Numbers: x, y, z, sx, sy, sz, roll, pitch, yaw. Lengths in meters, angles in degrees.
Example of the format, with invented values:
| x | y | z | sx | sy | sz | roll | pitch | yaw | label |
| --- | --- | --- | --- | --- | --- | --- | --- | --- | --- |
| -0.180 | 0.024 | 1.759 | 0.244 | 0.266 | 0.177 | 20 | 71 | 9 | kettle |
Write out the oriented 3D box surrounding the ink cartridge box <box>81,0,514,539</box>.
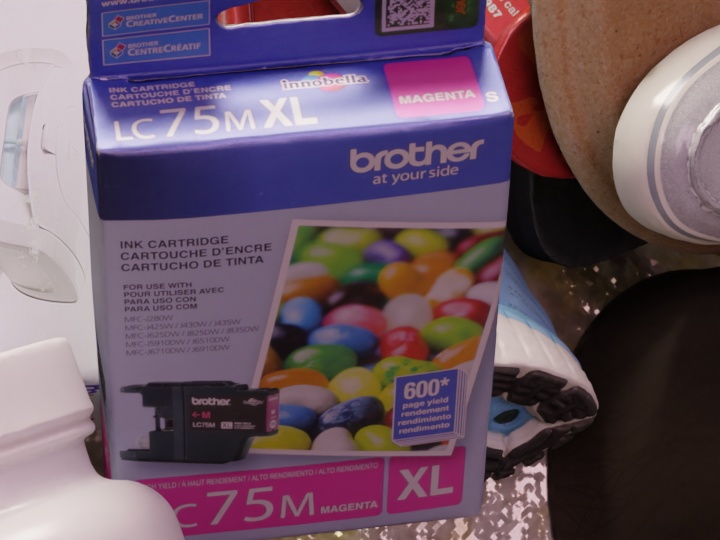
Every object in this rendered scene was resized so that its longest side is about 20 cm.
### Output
| x | y | z | sx | sy | sz | roll | pitch | yaw | label |
| --- | --- | --- | --- | --- | --- | --- | --- | --- | --- |
| -0.019 | 0.000 | 0.754 | 0.119 | 0.201 | 0.042 | -6 | 41 | -8 | ink cartridge box |

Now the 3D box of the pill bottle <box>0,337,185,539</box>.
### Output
| x | y | z | sx | sy | sz | roll | pitch | yaw | label |
| --- | --- | --- | --- | --- | --- | --- | --- | --- | --- |
| -0.093 | 0.127 | 0.738 | 0.112 | 0.112 | 0.201 | -18 | 88 | -20 | pill bottle |

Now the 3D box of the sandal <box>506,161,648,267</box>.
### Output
| x | y | z | sx | sy | sz | roll | pitch | yaw | label |
| --- | --- | --- | --- | --- | --- | --- | --- | --- | --- |
| 0.136 | -0.047 | 0.928 | 0.200 | 0.048 | 0.076 | -26 | 114 | -36 | sandal |

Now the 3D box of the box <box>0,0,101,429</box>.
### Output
| x | y | z | sx | sy | sz | roll | pitch | yaw | label |
| --- | --- | --- | --- | --- | --- | --- | --- | --- | --- |
| -0.146 | -0.051 | 0.842 | 0.176 | 0.097 | 0.201 | -2 | 77 | -18 | box |

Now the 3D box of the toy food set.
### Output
| x | y | z | sx | sy | sz | roll | pitch | yaw | label |
| --- | --- | --- | --- | --- | --- | --- | --- | --- | --- |
| 0.124 | -0.101 | 0.848 | 0.200 | 0.049 | 0.198 | 41 | 78 | -39 | toy food set |

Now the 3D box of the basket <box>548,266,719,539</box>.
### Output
| x | y | z | sx | sy | sz | roll | pitch | yaw | label |
| --- | --- | --- | --- | --- | --- | --- | --- | --- | --- |
| 0.160 | 0.065 | 0.850 | 0.135 | 0.200 | 0.181 | -4 | 78 | -17 | basket |

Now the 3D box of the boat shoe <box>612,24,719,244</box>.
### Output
| x | y | z | sx | sy | sz | roll | pitch | yaw | label |
| --- | --- | --- | --- | --- | --- | --- | --- | --- | --- |
| 0.173 | -0.048 | 0.822 | 0.200 | 0.071 | 0.070 | -11 | 105 | -33 | boat shoe |

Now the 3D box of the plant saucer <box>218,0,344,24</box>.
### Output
| x | y | z | sx | sy | sz | roll | pitch | yaw | label |
| --- | --- | --- | --- | --- | --- | --- | --- | --- | --- |
| 0.021 | -0.118 | 0.943 | 0.199 | 0.037 | 0.201 | 0 | 77 | -18 | plant saucer |

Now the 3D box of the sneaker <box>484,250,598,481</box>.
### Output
| x | y | z | sx | sy | sz | roll | pitch | yaw | label |
| --- | --- | --- | --- | --- | --- | --- | --- | --- | --- |
| 0.000 | 0.000 | 0.853 | 0.078 | 0.200 | 0.090 | -32 | 52 | 16 | sneaker |

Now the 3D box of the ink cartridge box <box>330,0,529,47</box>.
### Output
| x | y | z | sx | sy | sz | roll | pitch | yaw | label |
| --- | --- | --- | --- | --- | --- | --- | --- | --- | --- |
| 0.064 | -0.170 | 0.904 | 0.200 | 0.084 | 0.144 | -40 | 91 | -21 | ink cartridge box |
